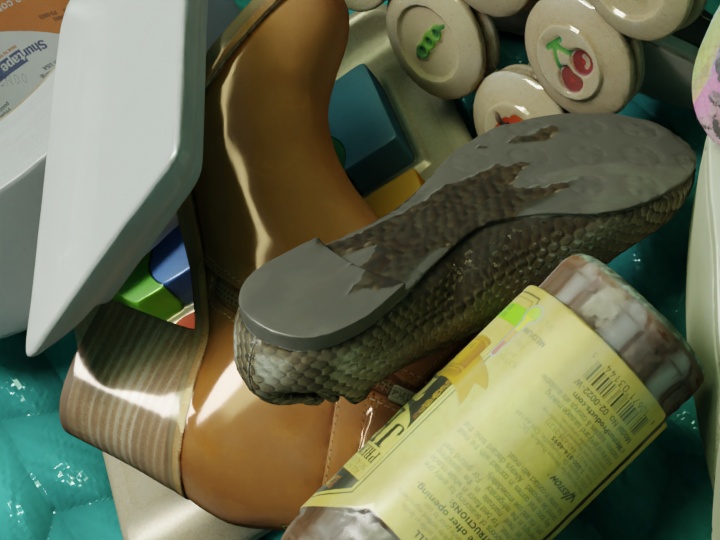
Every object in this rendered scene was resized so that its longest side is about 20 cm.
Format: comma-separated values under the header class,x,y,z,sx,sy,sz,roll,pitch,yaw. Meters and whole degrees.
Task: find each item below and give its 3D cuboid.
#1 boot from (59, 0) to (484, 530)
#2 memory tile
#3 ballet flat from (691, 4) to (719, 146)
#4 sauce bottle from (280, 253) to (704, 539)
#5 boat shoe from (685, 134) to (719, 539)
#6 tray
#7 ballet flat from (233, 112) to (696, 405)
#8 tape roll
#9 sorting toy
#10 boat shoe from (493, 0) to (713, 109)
class,x,y,z,sx,sy,sz,roll,pitch,yaw
boot,0.000,0.000,0.819,0.154,0.074,0.201,19,80,18
memory tile,0.055,-0.127,0.822,0.017,0.200,0.153,-32,76,-35
ballet flat,0.188,-0.112,0.741,0.200,0.071,0.069,-36,80,5
sauce bottle,0.019,0.081,0.728,0.200,0.065,0.065,-43,45,-7
boat shoe,0.143,0.034,0.742,0.066,0.075,0.200,0,42,1
tray,-0.080,-0.067,0.825,0.107,0.022,0.200,-51,27,35
ballet flat,0.037,-0.003,0.773,0.067,0.047,0.200,30,43,35
tape roll,-0.141,-0.065,0.978,0.200,0.066,0.201,-24,37,20
sorting toy,-0.034,-0.001,0.905,0.185,0.036,0.200,-32,46,10
boat shoe,0.082,-0.115,0.891,0.200,0.067,0.057,26,79,46
